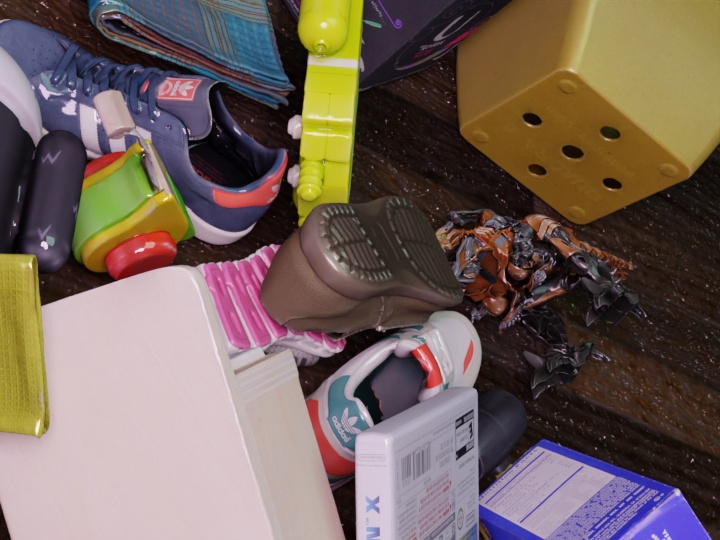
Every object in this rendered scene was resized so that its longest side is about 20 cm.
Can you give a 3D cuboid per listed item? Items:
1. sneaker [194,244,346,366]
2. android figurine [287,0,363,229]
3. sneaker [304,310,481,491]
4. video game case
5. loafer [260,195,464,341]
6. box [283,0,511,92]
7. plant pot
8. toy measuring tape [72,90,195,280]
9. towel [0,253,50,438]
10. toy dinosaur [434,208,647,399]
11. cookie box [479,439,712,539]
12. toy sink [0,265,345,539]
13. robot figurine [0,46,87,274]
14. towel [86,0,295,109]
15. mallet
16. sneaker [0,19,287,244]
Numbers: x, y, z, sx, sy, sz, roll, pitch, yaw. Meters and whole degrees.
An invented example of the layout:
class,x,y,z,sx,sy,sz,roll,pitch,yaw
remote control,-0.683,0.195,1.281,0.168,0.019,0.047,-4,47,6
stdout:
class,x,y,z,sx,sy,sz,roll,pitch,yaw
sneaker,-0.078,0.039,0.881,0.074,0.087,0.199,60,20,9
android figurine,-0.021,-0.108,0.951,0.040,0.183,0.202,6,55,1
sneaker,0.033,0.071,0.940,0.199,0.093,0.071,-29,85,-47
video game case,0.035,0.166,0.821,0.200,0.022,0.185,-8,98,-74
loafer,0.000,0.000,0.892,0.199,0.067,0.077,11,51,-64
box,0.053,-0.225,1.056,0.122,0.199,0.107,-27,83,-46
plant pot,0.186,-0.157,1.152,0.199,0.199,0.178,35,58,-20
toy measuring tape,-0.137,-0.040,0.819,0.072,0.200,0.075,-1,75,3
towel,-0.236,0.031,0.658,0.018,0.197,0.087,-76,167,-67
toy dinosaur,0.132,0.000,1.076,0.198,0.103,0.136,-19,56,-27
cookie box,0.161,0.201,0.886,0.075,0.200,0.172,-36,99,-11
toy sink,-0.092,0.104,0.735,0.112,0.129,0.203,-20,92,-75
robot figurine,-0.229,-0.034,0.746,0.149,0.124,0.202,27,51,-26
towel,-0.121,-0.198,0.977,0.145,0.022,0.201,20,37,-34
mallet,0.128,0.170,1.011,0.201,0.041,0.066,52,46,-10
sneaker,-0.129,-0.099,0.901,0.199,0.084,0.076,32,49,-18
